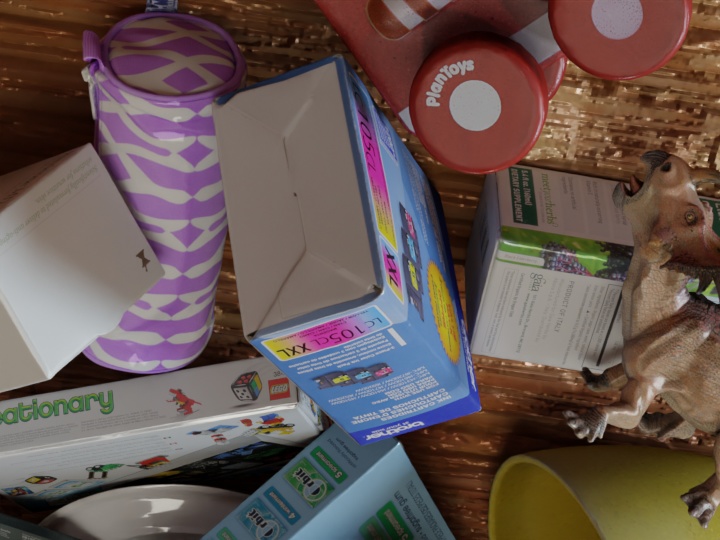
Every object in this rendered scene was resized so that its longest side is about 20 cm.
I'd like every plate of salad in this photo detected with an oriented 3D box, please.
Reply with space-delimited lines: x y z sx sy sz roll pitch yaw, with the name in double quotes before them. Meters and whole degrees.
"plate of salad" -0.108 0.180 1.302 0.199 0.048 0.200 0 139 0

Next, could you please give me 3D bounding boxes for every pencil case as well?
"pencil case" -0.110 -0.039 1.120 0.085 0.084 0.201 -5 128 -17

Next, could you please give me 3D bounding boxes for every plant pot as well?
"plant pot" 0.181 0.184 1.236 0.141 0.200 0.201 -15 129 -18

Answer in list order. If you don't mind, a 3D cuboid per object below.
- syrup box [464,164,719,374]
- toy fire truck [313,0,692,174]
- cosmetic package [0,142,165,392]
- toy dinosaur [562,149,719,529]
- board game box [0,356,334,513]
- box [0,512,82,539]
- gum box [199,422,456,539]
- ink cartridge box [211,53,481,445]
"syrup box" 0.161 0.008 1.155 0.199 0.079 0.082 9 126 -5
"toy fire truck" 0.068 -0.157 1.026 0.200 0.112 0.168 -33 101 22
"cosmetic package" -0.213 0.015 1.101 0.199 0.108 0.085 -17 108 38
"toy dinosaur" 0.185 0.045 1.085 0.135 0.086 0.200 -41 122 18
"board game box" -0.118 0.095 1.215 0.199 0.035 0.126 -10 160 8
"box" -0.211 0.211 1.268 0.199 0.046 0.159 22 135 -23
"gum box" -0.039 0.193 1.232 0.200 0.045 0.170 -41 142 -9
"ink cartridge box" 0.000 0.000 1.089 0.076 0.137 0.200 -15 154 12
